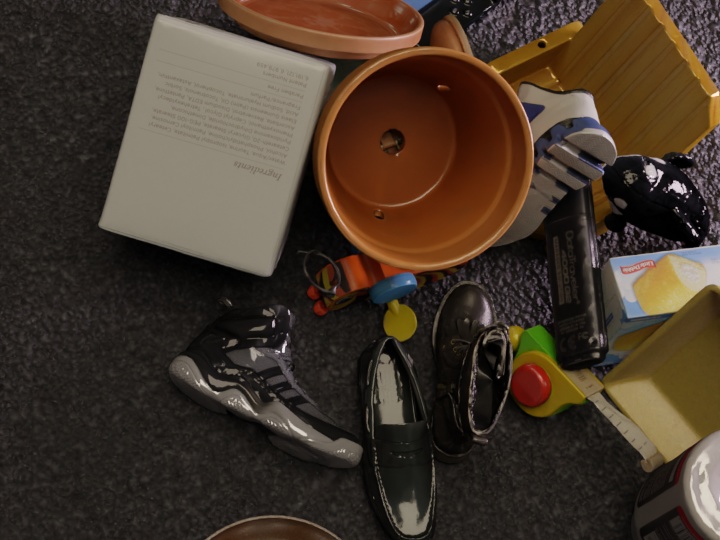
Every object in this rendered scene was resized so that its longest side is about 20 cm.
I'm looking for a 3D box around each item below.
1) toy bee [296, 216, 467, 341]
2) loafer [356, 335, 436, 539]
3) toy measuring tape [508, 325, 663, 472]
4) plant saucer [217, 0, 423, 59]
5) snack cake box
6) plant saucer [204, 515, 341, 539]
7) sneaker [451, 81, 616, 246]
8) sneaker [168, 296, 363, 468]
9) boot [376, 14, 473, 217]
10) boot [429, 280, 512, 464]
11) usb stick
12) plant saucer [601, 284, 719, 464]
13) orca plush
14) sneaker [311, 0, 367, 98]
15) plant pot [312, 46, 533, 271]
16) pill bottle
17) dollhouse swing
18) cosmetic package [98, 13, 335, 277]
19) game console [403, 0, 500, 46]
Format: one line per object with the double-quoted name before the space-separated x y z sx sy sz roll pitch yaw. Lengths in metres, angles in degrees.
"toy bee" 0.000 0.000 1.596 0.199 0.109 0.132 15 58 -31
"loafer" 0.034 0.160 1.548 0.068 0.070 0.202 -6 71 -11
"toy measuring tape" 0.202 0.132 1.578 0.073 0.074 0.200 -35 68 -19
"plant saucer" -0.039 -0.244 1.579 0.199 0.032 0.201 10 25 -5
"snack cake box" 0.325 0.031 1.611 0.199 0.115 0.067 -7 64 -15
"plant saucer" -0.079 0.324 1.491 0.199 0.032 0.201 3 70 -9
"sneaker" 0.163 -0.113 1.595 0.080 0.199 0.116 33 40 -31
"sneaker" -0.072 0.100 1.549 0.199 0.076 0.114 27 71 4
"boot" 0.037 -0.148 1.626 0.154 0.077 0.201 -6 113 -10
"boot" 0.111 0.082 1.533 0.069 0.174 0.201 9 69 -6
"usb stick" 0.206 -0.004 1.581 0.033 0.055 0.201 25 55 -48
"plant saucer" 0.353 0.127 1.558 0.048 0.200 0.200 -31 77 -39
"orca plush" 0.302 -0.043 1.608 0.105 0.200 0.071 -31 52 5
"sneaker" -0.045 -0.219 1.669 0.199 0.074 0.119 3 75 -18
"plant pot" 0.045 -0.110 1.519 0.199 0.140 0.201 -3 102 -12
"pill bottle" 0.315 0.220 1.503 0.110 0.200 0.111 3 70 -8
"dollhouse swing" 0.224 -0.155 1.639 0.181 0.176 0.201 -27 77 -17
"cosmetic package" -0.129 -0.119 1.531 0.165 0.167 0.201 16 97 -2
"game console" 0.071 -0.360 1.718 0.170 0.118 0.200 -38 80 -20
